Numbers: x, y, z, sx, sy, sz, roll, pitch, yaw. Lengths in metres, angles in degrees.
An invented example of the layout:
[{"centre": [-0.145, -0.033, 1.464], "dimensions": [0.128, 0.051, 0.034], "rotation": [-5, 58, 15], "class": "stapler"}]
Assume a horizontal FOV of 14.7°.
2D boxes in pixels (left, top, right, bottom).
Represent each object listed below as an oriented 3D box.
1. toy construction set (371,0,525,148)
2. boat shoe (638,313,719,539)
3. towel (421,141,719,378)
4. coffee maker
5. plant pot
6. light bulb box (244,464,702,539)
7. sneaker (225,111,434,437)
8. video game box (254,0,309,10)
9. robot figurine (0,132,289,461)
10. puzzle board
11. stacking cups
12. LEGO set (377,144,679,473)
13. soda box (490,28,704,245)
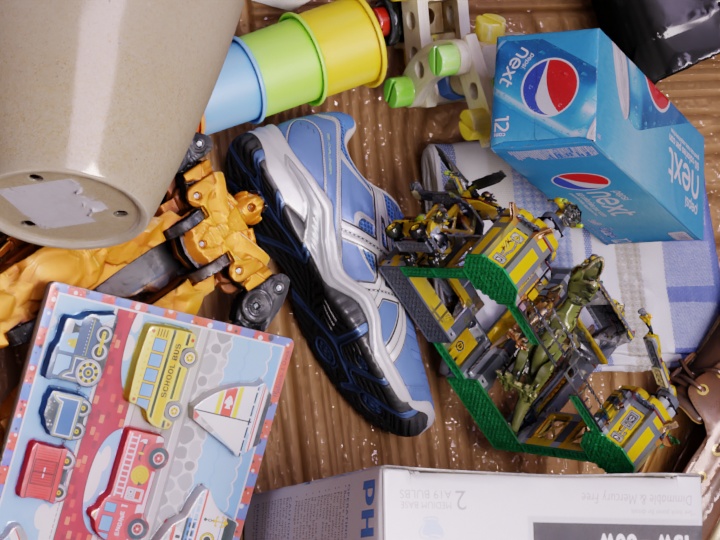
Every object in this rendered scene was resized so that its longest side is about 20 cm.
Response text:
[{"centre": [0.059, -0.173, 1.632], "dimensions": [0.092, 0.131, 0.202], "rotation": [7, 91, -27], "class": "toy construction set"}, {"centre": [0.214, 0.081, 1.680], "dimensions": [0.067, 0.072, 0.201], "rotation": [23, 85, -24], "class": "boat shoe"}, {"centre": [0.130, -0.007, 1.701], "dimensions": [0.199, 0.024, 0.148], "rotation": [-2, 80, -26], "class": "towel"}, {"centre": [0.162, -0.215, 1.690], "dimensions": [0.191, 0.135, 0.201], "rotation": [-25, 91, -25], "class": "coffee maker"}, {"centre": [-0.149, -0.121, 1.484], "dimensions": [0.186, 0.187, 0.201], "rotation": [15, 63, -21], "class": "plant pot"}, {"centre": [0.059, 0.178, 1.539], "dimensions": [0.197, 0.200, 0.126], "rotation": [3, 80, -24], "class": "light bulb box"}, {"centre": [0.000, 0.000, 1.611], "dimensions": [0.077, 0.076, 0.201], "rotation": [-28, 96, -26], "class": "sneaker"}, {"centre": [-0.107, -0.264, 1.626], "dimensions": [0.199, 0.047, 0.184], "rotation": [15, 73, -21], "class": "video game box"}, {"centre": [-0.136, 0.011, 1.554], "dimensions": [0.199, 0.058, 0.146], "rotation": [-34, 104, -25], "class": "robot figurine"}, {"centre": [-0.127, 0.118, 1.526], "dimensions": [0.150, 0.017, 0.201], "rotation": [14, 95, -26], "class": "puzzle board"}, {"centre": [-0.082, -0.105, 1.600], "dimensions": [0.199, 0.060, 0.061], "rotation": [-21, 90, -26], "class": "stacking cups"}, {"centre": [0.111, 0.014, 1.586], "dimensions": [0.116, 0.153, 0.200], "rotation": [-47, 109, -26], "class": "LEGO set"}, {"centre": [0.140, -0.073, 1.609], "dimensions": [0.200, 0.064, 0.068], "rotation": [34, 57, -62], "class": "soda box"}]
